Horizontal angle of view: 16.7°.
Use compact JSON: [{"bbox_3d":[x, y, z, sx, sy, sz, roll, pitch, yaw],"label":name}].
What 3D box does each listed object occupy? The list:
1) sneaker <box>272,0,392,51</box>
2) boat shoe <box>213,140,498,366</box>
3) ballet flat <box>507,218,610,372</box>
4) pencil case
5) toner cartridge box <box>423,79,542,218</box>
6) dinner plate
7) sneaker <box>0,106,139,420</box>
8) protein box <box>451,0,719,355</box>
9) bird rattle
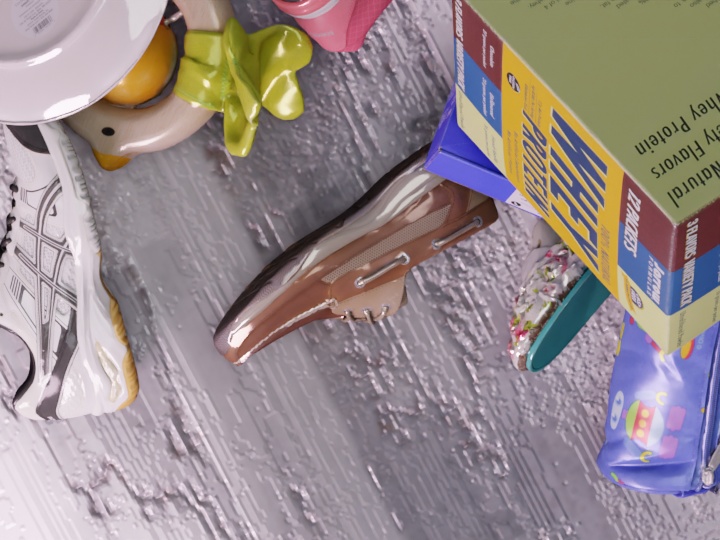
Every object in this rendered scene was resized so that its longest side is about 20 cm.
[{"bbox_3d":[0.010,-0.221,1.501,0.074,0.087,0.201,16,67,35],"label":"sneaker"},{"bbox_3d":[0.000,0.000,1.508,0.200,0.076,0.072,-37,98,-1],"label":"boat shoe"},{"bbox_3d":[0.148,-0.026,1.531,0.064,0.076,0.200,39,84,25],"label":"ballet flat"},{"bbox_3d":[0.198,0.046,1.496,0.078,0.087,0.201,-10,118,-36],"label":"pencil case"},{"bbox_3d":[0.116,-0.137,1.495,0.095,0.043,0.201,23,73,-7],"label":"toner cartridge box"},{"bbox_3d":[-0.201,-0.187,1.457,0.199,0.024,0.201,-1,89,24],"label":"dinner plate"},{"bbox_3d":[-0.197,-0.004,1.487,0.087,0.076,0.201,-14,94,-5],"label":"sneaker"},{"bbox_3d":[0.187,-0.104,1.371,0.198,0.135,0.200,-32,61,-15],"label":"protein box"},{"bbox_3d":[-0.127,-0.150,1.478,0.163,0.113,0.201,-31,93,14],"label":"bird rattle"}]
